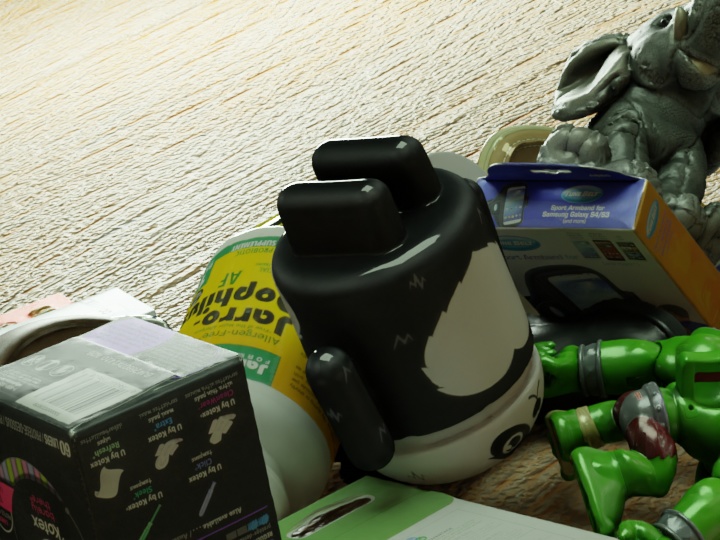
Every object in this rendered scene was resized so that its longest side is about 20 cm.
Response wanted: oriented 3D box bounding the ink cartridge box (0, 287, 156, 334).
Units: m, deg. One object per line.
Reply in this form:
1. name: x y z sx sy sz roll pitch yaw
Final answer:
1. ink cartridge box: -0.250 0.049 2.000 0.159 0.048 0.200 -21 23 -23

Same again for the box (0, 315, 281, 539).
1. box: -0.112 0.141 1.426 0.106 0.201 0.122 -23 22 -29

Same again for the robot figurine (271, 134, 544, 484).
1. robot figurine: 0.028 0.023 1.544 0.150 0.201 0.125 -28 28 -9

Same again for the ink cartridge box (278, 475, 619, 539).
1. ink cartridge box: 0.038 0.169 1.473 0.104 0.060 0.199 -26 23 -36

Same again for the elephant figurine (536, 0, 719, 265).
1. elephant figurine: 0.191 -0.103 1.772 0.154 0.142 0.201 3 60 31

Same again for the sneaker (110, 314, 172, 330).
1. sneaker: -0.216 0.070 1.853 0.199 0.071 0.073 -19 61 -21

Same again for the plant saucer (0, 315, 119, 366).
1. plant saucer: -0.148 0.093 1.671 0.199 0.032 0.201 13 41 -11

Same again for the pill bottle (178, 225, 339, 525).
1. pill bottle: -0.063 0.077 1.615 0.112 0.113 0.201 -4 39 21

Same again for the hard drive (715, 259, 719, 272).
1. hard drive: 0.294 -0.057 1.795 0.200 0.025 0.132 -43 -11 23

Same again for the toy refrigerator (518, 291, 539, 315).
1. toy refrigerator: 0.045 0.011 1.890 0.199 0.076 0.070 5 25 41

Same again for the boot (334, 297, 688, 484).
1. boot: 0.083 0.077 1.687 0.162 0.074 0.198 -25 16 -39

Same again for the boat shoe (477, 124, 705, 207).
1. boat shoe: 0.166 -0.047 1.867 0.199 0.074 0.066 16 -2 -35

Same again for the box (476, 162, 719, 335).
1. box: 0.149 -0.003 1.714 0.118 0.200 0.042 1 63 33

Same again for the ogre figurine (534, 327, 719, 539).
1. ogre figurine: 0.171 0.093 1.550 0.119 0.099 0.200 -18 16 -2

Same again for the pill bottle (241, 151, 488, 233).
1. pill bottle: 0.000 0.000 1.793 0.200 0.115 0.114 -26 4 46
